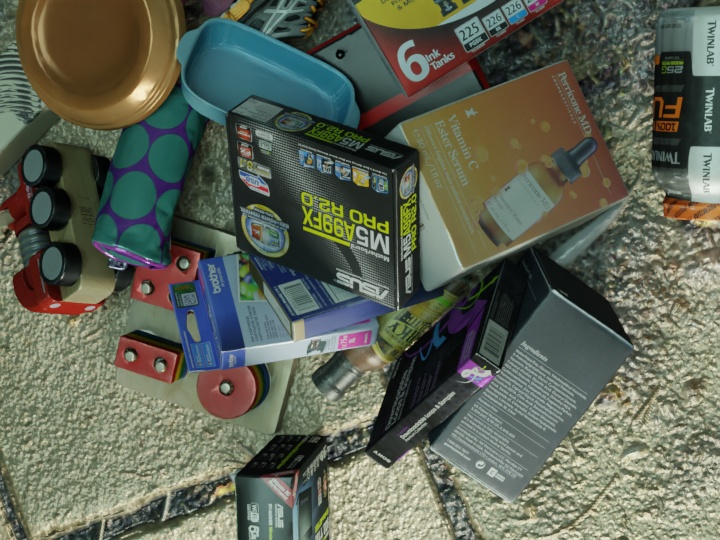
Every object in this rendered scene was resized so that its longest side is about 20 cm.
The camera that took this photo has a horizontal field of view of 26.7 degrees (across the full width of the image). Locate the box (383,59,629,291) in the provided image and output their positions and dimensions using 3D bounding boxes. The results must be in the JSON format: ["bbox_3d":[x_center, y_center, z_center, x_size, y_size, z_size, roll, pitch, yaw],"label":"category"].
[{"bbox_3d":[0.133,-0.093,1.483,0.199,0.106,0.153,-23,85,-21],"label":"box"}]

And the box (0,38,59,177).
[{"bbox_3d":[-0.386,-0.182,1.680,0.200,0.068,0.082,-44,84,14],"label":"box"}]

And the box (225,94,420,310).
[{"bbox_3d":[-0.036,-0.066,1.462,0.199,0.044,0.161,21,131,27],"label":"box"}]

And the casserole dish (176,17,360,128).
[{"bbox_3d":[-0.098,-0.180,1.546,0.199,0.122,0.039,24,141,-9],"label":"casserole dish"}]

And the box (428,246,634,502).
[{"bbox_3d":[0.162,0.101,1.516,0.107,0.149,0.201,33,104,-10],"label":"box"}]

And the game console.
[{"bbox_3d":[0.033,-0.179,1.596,0.199,0.031,0.178,-26,95,16],"label":"game console"}]

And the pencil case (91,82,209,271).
[{"bbox_3d":[-0.217,-0.100,1.597,0.085,0.092,0.202,-4,66,51],"label":"pencil case"}]

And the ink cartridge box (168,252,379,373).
[{"bbox_3d":[-0.091,0.035,1.557,0.198,0.042,0.120,-10,55,-11],"label":"ink cartridge box"}]

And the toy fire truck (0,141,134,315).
[{"bbox_3d":[-0.369,-0.026,1.667,0.199,0.128,0.177,-30,67,37],"label":"toy fire truck"}]

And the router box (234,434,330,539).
[{"bbox_3d":[-0.078,0.265,1.578,0.061,0.200,0.151,0,96,9],"label":"router box"}]

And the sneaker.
[{"bbox_3d":[-0.067,-0.284,1.588,0.200,0.078,0.077,-38,92,22],"label":"sneaker"}]

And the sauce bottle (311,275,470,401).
[{"bbox_3d":[0.029,0.059,1.602,0.065,0.065,0.200,45,106,6],"label":"sauce bottle"}]

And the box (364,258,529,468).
[{"bbox_3d":[0.084,0.093,1.501,0.036,0.143,0.200,33,132,-10],"label":"box"}]

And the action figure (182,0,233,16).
[{"bbox_3d":[-0.205,-0.306,1.575,0.199,0.149,0.134,-25,108,42],"label":"action figure"}]

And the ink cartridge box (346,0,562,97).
[{"bbox_3d":[0.083,-0.299,1.501,0.199,0.084,0.176,-32,99,3],"label":"ink cartridge box"}]

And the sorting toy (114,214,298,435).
[{"bbox_3d":[-0.165,0.060,1.648,0.197,0.070,0.202,17,99,12],"label":"sorting toy"}]

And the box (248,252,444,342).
[{"bbox_3d":[0.000,0.000,1.531,0.198,0.121,0.033,-18,131,-17],"label":"box"}]

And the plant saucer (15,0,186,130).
[{"bbox_3d":[-0.274,-0.244,1.556,0.198,0.037,0.202,4,100,22],"label":"plant saucer"}]

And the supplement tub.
[{"bbox_3d":[0.344,-0.151,1.467,0.121,0.122,0.202,2,96,14],"label":"supplement tub"}]
